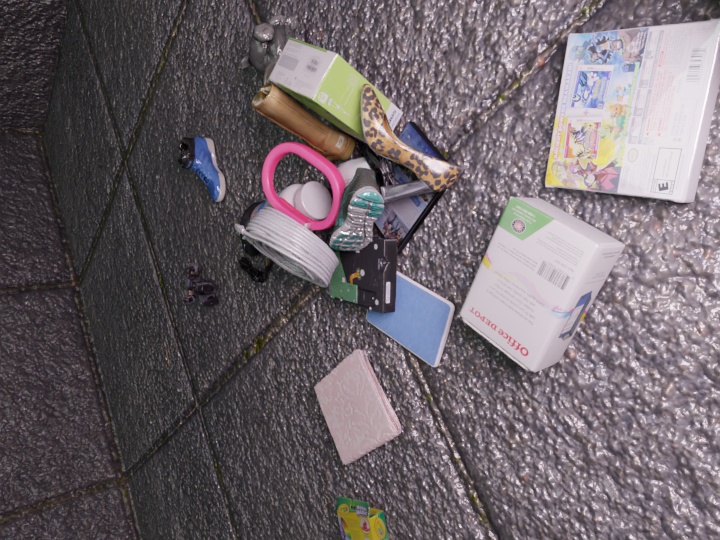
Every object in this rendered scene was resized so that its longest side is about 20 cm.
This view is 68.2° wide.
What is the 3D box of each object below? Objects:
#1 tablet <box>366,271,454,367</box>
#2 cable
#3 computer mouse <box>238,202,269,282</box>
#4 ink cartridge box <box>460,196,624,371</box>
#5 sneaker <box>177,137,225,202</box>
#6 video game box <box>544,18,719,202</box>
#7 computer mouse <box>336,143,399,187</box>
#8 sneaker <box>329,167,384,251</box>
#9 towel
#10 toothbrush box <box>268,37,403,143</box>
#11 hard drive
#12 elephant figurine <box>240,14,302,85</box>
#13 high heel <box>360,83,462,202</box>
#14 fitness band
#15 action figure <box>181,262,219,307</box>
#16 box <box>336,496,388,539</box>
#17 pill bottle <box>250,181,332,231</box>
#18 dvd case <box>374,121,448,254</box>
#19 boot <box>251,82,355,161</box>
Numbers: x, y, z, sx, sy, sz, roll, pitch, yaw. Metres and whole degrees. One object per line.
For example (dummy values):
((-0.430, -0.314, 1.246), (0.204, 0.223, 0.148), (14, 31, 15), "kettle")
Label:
((0.089, 0.080, 1.010), (0.199, 0.014, 0.132), (31, 117, 41), "tablet")
((-0.136, -0.045, 1.071), (0.199, 0.200, 0.070), (17, 70, 50), "cable")
((-0.278, -0.067, 1.379), (0.140, 0.046, 0.202), (39, 122, 40), "computer mouse")
((0.248, 0.017, 0.756), (0.145, 0.087, 0.202), (40, 121, 38), "ink cartridge box")
((-0.457, -0.286, 1.505), (0.076, 0.110, 0.202), (-27, 75, 46), "sneaker")
((0.338, -0.196, 0.670), (0.181, 0.047, 0.202), (18, 108, 44), "video game box")
((-0.004, -0.175, 1.014), (0.199, 0.044, 0.111), (-5, 110, 56), "computer mouse")
((-0.008, -0.109, 0.974), (0.200, 0.077, 0.092), (125, 147, -54), "sneaker")
((-0.012, 0.293, 1.137), (0.200, 0.032, 0.192), (-45, 61, 41), "towel")
((-0.042, -0.314, 0.957), (0.145, 0.199, 0.087), (37, 98, 40), "toothbrush box")
((0.000, 0.000, 1.065), (0.199, 0.038, 0.142), (9, 101, 54), "hard drive")
((-0.151, -0.426, 1.143), (0.201, 0.141, 0.155), (61, 165, 2), "elephant figurine")
((0.083, -0.222, 0.876), (0.141, 0.071, 0.202), (-11, 107, 22), "high heel")
((-0.114, -0.166, 1.051), (0.199, 0.037, 0.145), (37, 117, 20), "fitness band")
((-0.508, 0.047, 1.639), (0.199, 0.069, 0.132), (22, 116, 48), "action figure")
((0.011, 0.587, 1.137), (0.117, 0.048, 0.202), (-15, 86, 48), "box")
((-0.152, -0.125, 1.182), (0.199, 0.111, 0.114), (-17, 82, 48), "pill bottle")
((0.082, -0.149, 0.985), (0.143, 0.017, 0.201), (56, 131, 27), "dvd case")
((-0.125, -0.289, 1.052), (0.175, 0.199, 0.067), (9, 75, 58), "boot")
